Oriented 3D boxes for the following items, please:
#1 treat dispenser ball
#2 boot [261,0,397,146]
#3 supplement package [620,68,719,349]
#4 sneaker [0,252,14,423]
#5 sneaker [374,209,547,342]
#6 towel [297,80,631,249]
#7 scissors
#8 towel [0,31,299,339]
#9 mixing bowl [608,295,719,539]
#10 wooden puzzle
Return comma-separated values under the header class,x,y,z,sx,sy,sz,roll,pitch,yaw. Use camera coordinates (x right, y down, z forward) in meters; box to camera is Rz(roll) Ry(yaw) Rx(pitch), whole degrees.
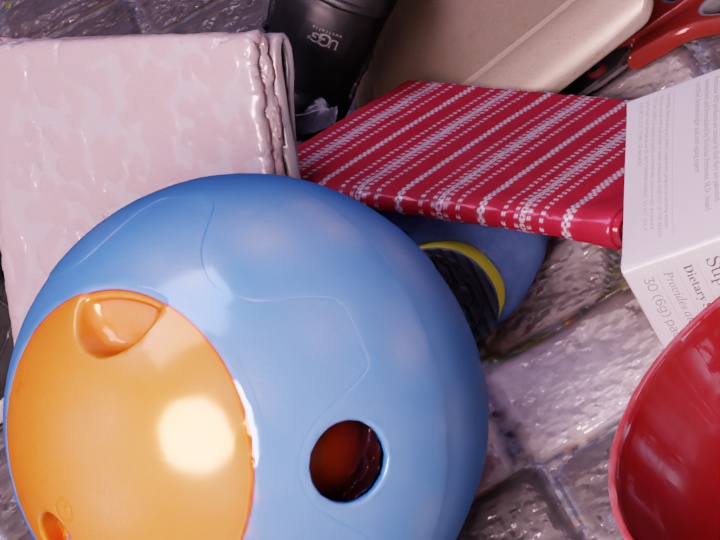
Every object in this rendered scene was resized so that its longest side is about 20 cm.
class,x,y,z,sx,sy,sz,roll,pitch,yaw
treat dispenser ball,-0.047,0.061,1.129,0.200,0.201,0.201,-23,32,15
boot,-0.033,-0.098,1.425,0.198,0.073,0.163,-76,11,-74
supplement package,0.218,-0.023,1.089,0.199,0.121,0.120,-20,32,20
sneaker,-0.174,0.001,1.427,0.200,0.099,0.071,-38,29,-12
sneaker,0.000,0.000,1.314,0.199,0.066,0.078,-5,28,34
towel,0.068,-0.051,1.280,0.199,0.023,0.145,8,26,33
scissors,0.130,-0.108,1.398,0.199,0.014,0.073,-31,33,5
towel,-0.100,-0.013,1.296,0.190,0.201,0.032,1,11,39
mixing bowl,0.201,0.080,0.970,0.199,0.109,0.200,-23,32,16
wooden puzzle,0.072,-0.137,1.439,0.185,0.037,0.200,-38,32,22
